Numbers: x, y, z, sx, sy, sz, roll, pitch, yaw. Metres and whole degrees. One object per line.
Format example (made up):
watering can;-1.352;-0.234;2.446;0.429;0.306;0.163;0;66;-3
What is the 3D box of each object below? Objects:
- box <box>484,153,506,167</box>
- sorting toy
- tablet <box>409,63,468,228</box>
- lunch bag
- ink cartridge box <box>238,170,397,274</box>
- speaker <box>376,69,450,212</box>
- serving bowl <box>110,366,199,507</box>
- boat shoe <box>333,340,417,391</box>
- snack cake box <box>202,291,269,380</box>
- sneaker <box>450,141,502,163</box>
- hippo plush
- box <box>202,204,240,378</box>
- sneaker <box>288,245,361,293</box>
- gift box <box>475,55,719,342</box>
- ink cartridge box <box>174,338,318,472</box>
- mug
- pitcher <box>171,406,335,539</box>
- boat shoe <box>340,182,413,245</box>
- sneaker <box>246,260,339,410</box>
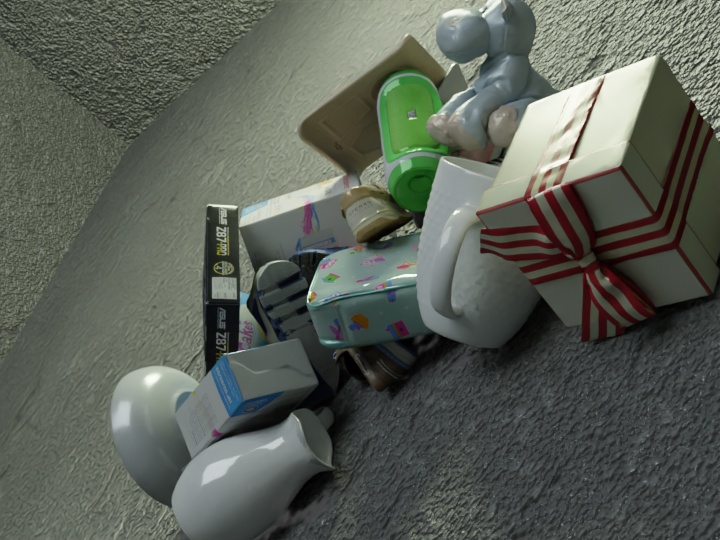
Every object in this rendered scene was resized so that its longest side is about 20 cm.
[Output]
box;0.188;-0.091;1.484;0.199;0.082;0.069;-19;34;53
sorting toy;0.025;-0.223;1.747;0.200;0.185;0.037;-39;61;12
tablet;0.107;-0.171;1.759;0.014;0.130;0.201;13;60;30
lunch bag;0.043;0.018;1.512;0.198;0.078;0.161;-11;24;13
ink cartridge box;-0.052;-0.048;1.761;0.198;0.126;0.129;-19;14;2
speaker;0.068;-0.167;1.619;0.088;0.088;0.201;-39;35;29
serving bowl;-0.244;0.214;1.723;0.066;0.200;0.201;-29;27;27
boat shoe;0.000;0.094;1.578;0.073;0.072;0.200;-53;20;-2
snack cake box;-0.150;0.131;1.761;0.201;0.114;0.067;-78;12;-50
sneaker;0.125;-0.145;1.681;0.075;0.105;0.201;-28;30;41
hippo plush;0.166;-0.240;1.514;0.198;0.162;0.159;-8;18;11
box;-0.183;0.037;1.670;0.201;0.049;0.162;-99;14;-50
sneaker;0.000;0.000;1.672;0.198;0.076;0.078;2;17;16
gift box;0.226;-0.054;1.195;0.199;0.185;0.187;-24;29;44
ink cartridge box;-0.151;0.169;1.580;0.200;0.114;0.068;-48;60;44
mug;0.121;-0.014;1.328;0.200;0.147;0.177;-10;-63;-65
pitcher;-0.120;0.241;1.549;0.199;0.122;0.172;-35;2;13
boat shoe;0.017;-0.077;1.598;0.073;0.070;0.200;-31;-3;5
sneaker;-0.092;0.073;1.657;0.080;0.201;0.115;-19;14;-13
